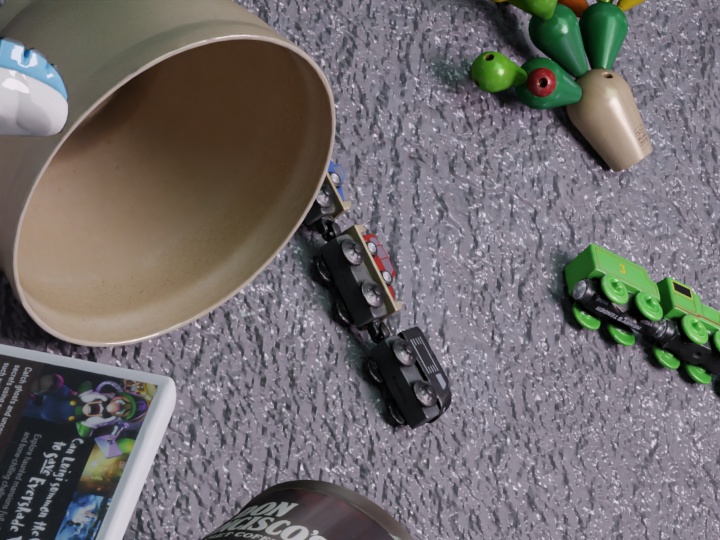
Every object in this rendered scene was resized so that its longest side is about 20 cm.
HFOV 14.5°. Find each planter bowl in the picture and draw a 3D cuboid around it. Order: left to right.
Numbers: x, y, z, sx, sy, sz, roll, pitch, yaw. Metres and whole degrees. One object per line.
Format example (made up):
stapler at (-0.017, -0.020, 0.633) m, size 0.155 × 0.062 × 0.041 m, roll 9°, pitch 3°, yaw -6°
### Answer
planter bowl at (-0.132, -0.078, 1.517) m, size 0.199 × 0.201 × 0.135 m, roll -3°, pitch 38°, yaw -44°

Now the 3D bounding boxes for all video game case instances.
video game case at (-0.202, 0.111, 1.352) m, size 0.180 × 0.023 × 0.201 m, roll 10°, pitch 45°, yaw 10°

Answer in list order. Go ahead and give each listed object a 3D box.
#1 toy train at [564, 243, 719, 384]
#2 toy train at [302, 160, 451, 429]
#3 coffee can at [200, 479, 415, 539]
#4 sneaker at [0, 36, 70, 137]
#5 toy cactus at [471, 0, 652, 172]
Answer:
toy train at (0.215, 0.038, 1.862) m, size 0.199 × 0.042 × 0.057 m, roll 25°, pitch 38°, yaw -30°
toy train at (0.000, 0.000, 1.687) m, size 0.046 × 0.034 × 0.201 m, roll -17°, pitch 76°, yaw -51°
coffee can at (-0.065, 0.211, 1.398) m, size 0.147 × 0.146 × 0.200 m, roll 56°, pitch 41°, yaw 2°
sneaker at (-0.214, -0.064, 1.213) m, size 0.199 × 0.075 × 0.087 m, roll 7°, pitch 74°, yaw -38°
toy cactus at (0.149, -0.148, 1.896) m, size 0.166 × 0.102 × 0.200 m, roll 58°, pitch 31°, yaw -11°
